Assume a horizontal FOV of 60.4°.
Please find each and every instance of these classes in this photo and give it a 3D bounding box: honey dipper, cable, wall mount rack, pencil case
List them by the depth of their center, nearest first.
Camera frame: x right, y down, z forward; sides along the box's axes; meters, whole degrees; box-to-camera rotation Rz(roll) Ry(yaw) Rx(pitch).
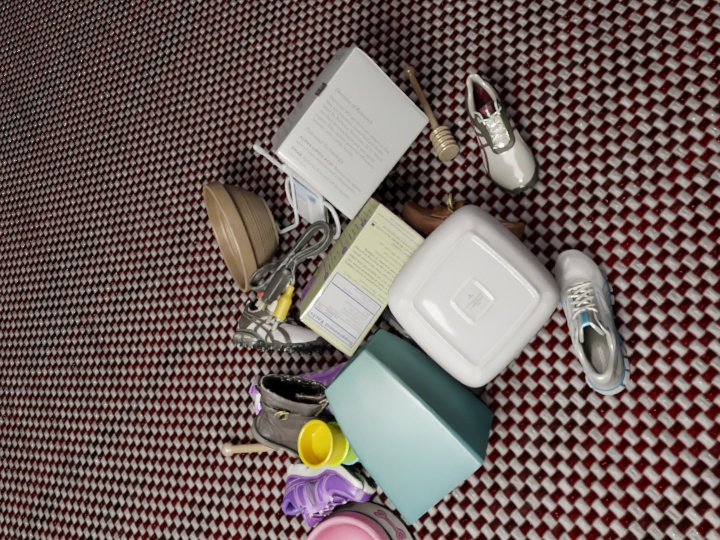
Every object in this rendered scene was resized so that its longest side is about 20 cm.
[{"bbox_3d":[-0.084,0.197,1.007,0.195,0.087,0.085,-16,32,22],"label":"pencil case"},{"bbox_3d":[-0.116,-0.005,1.029,0.202,0.050,0.097,-52,54,8],"label":"cable"},{"bbox_3d":[-0.155,0.295,1.038,0.195,0.038,0.039,-9,71,26],"label":"honey dipper"},{"bbox_3d":[-0.113,-0.125,1.058,0.073,0.178,0.199,-23,35,-24],"label":"wall mount rack"},{"bbox_3d":[0.116,-0.276,1.059,0.037,0.038,0.204,-29,60,19],"label":"honey dipper"}]

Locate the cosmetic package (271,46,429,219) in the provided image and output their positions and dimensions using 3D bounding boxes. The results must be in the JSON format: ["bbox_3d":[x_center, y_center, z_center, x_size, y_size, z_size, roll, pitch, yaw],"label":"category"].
[{"bbox_3d":[-0.023,-0.228,1.010,0.201,0.164,0.165,-50,20,7],"label":"cosmetic package"}]

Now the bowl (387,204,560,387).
[{"bbox_3d":[0.149,0.037,0.823,0.199,0.075,0.201,43,99,4],"label":"bowl"}]

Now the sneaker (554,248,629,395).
[{"bbox_3d":[0.307,0.059,0.826,0.073,0.086,0.205,-23,65,23],"label":"sneaker"}]

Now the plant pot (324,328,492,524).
[{"bbox_3d":[0.058,0.192,0.840,0.200,0.141,0.141,46,112,3],"label":"plant pot"}]

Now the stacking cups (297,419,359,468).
[{"bbox_3d":[-0.007,0.243,0.882,0.059,0.198,0.063,-8,75,32],"label":"stacking cups"}]

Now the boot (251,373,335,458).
[{"bbox_3d":[-0.070,0.217,0.900,0.176,0.194,0.071,118,162,-51],"label":"boot"}]

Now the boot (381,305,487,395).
[{"bbox_3d":[0.148,0.055,0.904,0.198,0.076,0.170,37,97,11],"label":"boot"}]

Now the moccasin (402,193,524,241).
[{"bbox_3d":[0.154,-0.076,0.947,0.198,0.073,0.080,22,110,33],"label":"moccasin"}]

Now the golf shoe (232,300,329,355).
[{"bbox_3d":[-0.138,0.094,1.072,0.195,0.077,0.098,3,77,29],"label":"golf shoe"}]

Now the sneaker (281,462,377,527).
[{"bbox_3d":[-0.049,0.335,0.912,0.198,0.080,0.085,-27,38,49],"label":"sneaker"}]

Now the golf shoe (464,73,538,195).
[{"bbox_3d":[0.207,-0.210,0.957,0.076,0.088,0.204,-29,66,17],"label":"golf shoe"}]

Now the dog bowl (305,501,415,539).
[{"bbox_3d":[-0.009,0.448,0.903,0.195,0.073,0.207,-9,72,27],"label":"dog bowl"}]

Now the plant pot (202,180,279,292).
[{"bbox_3d":[-0.207,-0.072,1.121,0.091,0.203,0.203,-21,60,-19],"label":"plant pot"}]

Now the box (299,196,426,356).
[{"bbox_3d":[0.000,0.000,0.953,0.096,0.176,0.202,36,95,-10],"label":"box"}]
